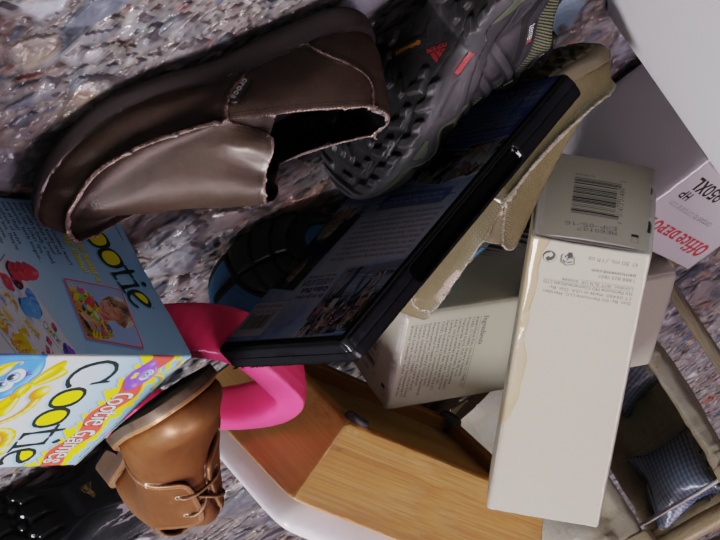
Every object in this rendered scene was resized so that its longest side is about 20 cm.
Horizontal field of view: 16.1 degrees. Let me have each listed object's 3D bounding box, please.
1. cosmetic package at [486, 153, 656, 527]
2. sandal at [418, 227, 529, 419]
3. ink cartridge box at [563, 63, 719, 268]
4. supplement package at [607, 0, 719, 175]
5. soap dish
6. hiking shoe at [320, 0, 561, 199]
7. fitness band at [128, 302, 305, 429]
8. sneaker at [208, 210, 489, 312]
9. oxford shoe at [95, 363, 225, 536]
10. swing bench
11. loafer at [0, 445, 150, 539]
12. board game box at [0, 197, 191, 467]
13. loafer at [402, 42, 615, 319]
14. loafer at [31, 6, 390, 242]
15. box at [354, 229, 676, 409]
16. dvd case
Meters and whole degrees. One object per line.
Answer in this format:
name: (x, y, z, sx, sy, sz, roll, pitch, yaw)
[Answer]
cosmetic package: (0.126, 0.041, 1.529, 0.073, 0.104, 0.200, 10, 122, 3)
sandal: (0.067, 0.044, 1.725, 0.082, 0.055, 0.200, -6, 133, -55)
ink cartridge box: (0.239, -0.099, 1.594, 0.200, 0.084, 0.145, -37, 156, 16)
supplement package: (0.245, -0.140, 1.367, 0.147, 0.200, 0.191, -29, 158, -7)
soap dish: (0.010, 0.126, 1.619, 0.200, 0.157, 0.081, 25, 99, -33)
hiking shoe: (0.057, -0.109, 1.357, 0.101, 0.076, 0.200, -3, 144, -43)
fitness band: (-0.110, 0.062, 1.472, 0.143, 0.037, 0.200, -7, 162, 13)
sneaker: (0.000, 0.000, 1.515, 0.200, 0.073, 0.082, -18, 159, -24)
oxford shoe: (-0.097, 0.103, 1.409, 0.071, 0.071, 0.200, -34, 171, -16)
swing bench: (0.175, 0.126, 1.831, 0.200, 0.199, 0.130, -21, 155, -25)
loafer: (-0.184, 0.163, 1.624, 0.200, 0.068, 0.070, -30, 149, -12)
board game box: (-0.202, 0.032, 1.283, 0.103, 0.105, 0.200, -43, 154, 27)
loafer: (0.074, -0.050, 1.455, 0.200, 0.067, 0.076, -42, -165, 1)
loafer: (-0.071, -0.065, 1.291, 0.200, 0.071, 0.073, -28, 157, -8)
box: (0.095, 0.025, 1.629, 0.200, 0.068, 0.082, -8, 130, -27)
dvd case: (0.020, -0.025, 1.365, 0.200, 0.018, 0.143, -49, -160, -22)
